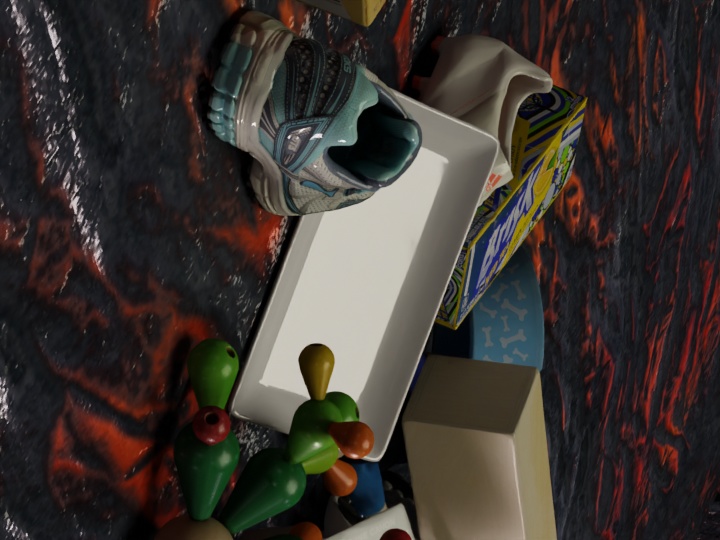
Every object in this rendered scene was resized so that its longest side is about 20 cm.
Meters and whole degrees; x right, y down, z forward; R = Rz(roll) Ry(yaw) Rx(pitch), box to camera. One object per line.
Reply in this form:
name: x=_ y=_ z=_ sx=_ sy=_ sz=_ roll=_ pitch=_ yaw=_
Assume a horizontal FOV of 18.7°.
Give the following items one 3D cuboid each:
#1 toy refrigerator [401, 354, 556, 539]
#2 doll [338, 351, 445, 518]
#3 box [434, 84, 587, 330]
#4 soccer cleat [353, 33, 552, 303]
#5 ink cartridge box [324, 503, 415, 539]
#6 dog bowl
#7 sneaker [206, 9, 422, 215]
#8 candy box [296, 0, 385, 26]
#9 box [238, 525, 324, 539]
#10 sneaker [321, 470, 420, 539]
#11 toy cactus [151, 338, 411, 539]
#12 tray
toy refrigerator: x=0.082 y=0.150 z=1.426 sx=0.070 sy=0.076 sz=0.201 roll=-64 pitch=153 yaw=-45
doll: x=0.011 y=0.097 z=1.390 sx=0.200 sy=0.048 sz=0.137 roll=0 pitch=92 yaw=-70
box: x=0.078 y=-0.050 z=1.413 sx=0.200 sy=0.064 sz=0.070 roll=-51 pitch=156 yaw=-47
soccer cleat: x=0.045 y=-0.051 z=1.286 sx=0.201 sy=0.077 sz=0.069 roll=-64 pitch=162 yaw=-17
ink cartridge box: x=-0.021 y=0.262 z=1.347 sx=0.160 sy=0.047 sz=0.201 roll=-22 pitch=103 yaw=-32
dog bowl: x=0.082 y=0.079 z=1.506 sx=0.112 sy=0.049 sz=0.201 roll=-119 pitch=-150 yaw=-63
sneaker: x=-0.011 y=-0.060 z=1.088 sx=0.078 sy=0.086 sz=0.200 roll=-67 pitch=163 yaw=-4
candy box: x=0.004 y=-0.223 z=0.997 sx=0.117 sy=0.056 sz=0.200 roll=-58 pitch=159 yaw=-30
box: x=-0.073 y=0.244 z=1.225 sx=0.082 sy=0.068 sz=0.200 roll=-15 pitch=-141 yaw=59
sneaker: x=0.007 y=0.187 z=1.483 sx=0.081 sy=0.075 sz=0.200 roll=-58 pitch=163 yaw=11
toy cactus: x=-0.054 y=0.132 z=1.145 sx=0.165 sy=0.102 sz=0.200 roll=-42 pitch=138 yaw=-14
tray: x=0.000 y=0.000 z=1.230 sx=0.107 sy=0.022 sz=0.201 roll=21 pitch=90 yaw=-30
